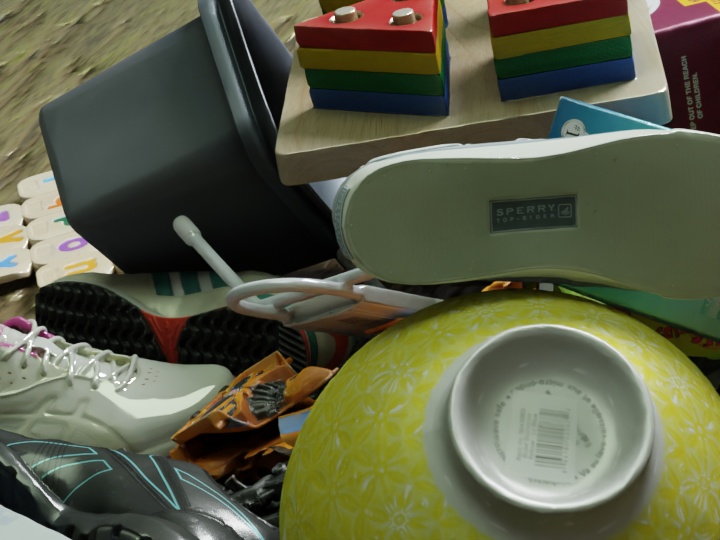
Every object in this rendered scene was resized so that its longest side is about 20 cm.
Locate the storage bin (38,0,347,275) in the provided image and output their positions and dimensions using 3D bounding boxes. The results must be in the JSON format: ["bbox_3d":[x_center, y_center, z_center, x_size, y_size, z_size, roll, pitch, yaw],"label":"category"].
[{"bbox_3d":[-0.092,-0.066,1.218,0.134,0.200,0.146,-23,65,8],"label":"storage bin"}]

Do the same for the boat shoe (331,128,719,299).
[{"bbox_3d":[0.085,-0.029,0.880,0.200,0.070,0.072,0,12,-9],"label":"boat shoe"}]

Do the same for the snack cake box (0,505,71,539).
[{"bbox_3d":[-0.187,0.149,0.873,0.200,0.067,0.115,18,38,41],"label":"snack cake box"}]

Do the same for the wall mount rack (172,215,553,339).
[{"bbox_3d":[0.000,0.000,1.105,0.200,0.075,0.173,11,-17,-39],"label":"wall mount rack"}]

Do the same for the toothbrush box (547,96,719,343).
[{"bbox_3d":[0.189,-0.004,0.966,0.199,0.086,0.146,18,2,24],"label":"toothbrush box"}]

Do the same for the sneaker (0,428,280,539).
[{"bbox_3d":[-0.113,0.115,0.934,0.200,0.076,0.079,21,27,40],"label":"sneaker"}]

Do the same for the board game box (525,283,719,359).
[{"bbox_3d":[0.145,-0.008,1.167,0.101,0.048,0.200,-14,25,-4],"label":"board game box"}]

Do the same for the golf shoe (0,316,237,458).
[{"bbox_3d":[-0.162,0.065,1.107,0.199,0.092,0.075,-10,23,11],"label":"golf shoe"}]

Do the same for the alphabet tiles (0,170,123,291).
[{"bbox_3d":[-0.174,-0.033,1.410,0.195,0.015,0.200,-16,25,-7],"label":"alphabet tiles"}]

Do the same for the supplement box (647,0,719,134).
[{"bbox_3d":[0.113,-0.102,1.218,0.199,0.086,0.110,-16,26,-7],"label":"supplement box"}]

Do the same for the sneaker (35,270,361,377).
[{"bbox_3d":[-0.089,0.034,1.187,0.199,0.071,0.093,4,12,35],"label":"sneaker"}]

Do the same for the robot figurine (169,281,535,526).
[{"bbox_3d":[-0.007,0.066,1.015,0.200,0.058,0.145,-19,14,34],"label":"robot figurine"}]

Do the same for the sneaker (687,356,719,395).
[{"bbox_3d":[0.097,0.085,0.984,0.199,0.075,0.115,-16,18,-31],"label":"sneaker"}]

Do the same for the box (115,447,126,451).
[{"bbox_3d":[-0.132,0.158,0.963,0.137,0.040,0.200,-21,26,-19],"label":"box"}]

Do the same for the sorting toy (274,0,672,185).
[{"bbox_3d":[0.054,-0.131,1.121,0.198,0.070,0.200,-9,26,7],"label":"sorting toy"}]

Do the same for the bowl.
[{"bbox_3d":[0.068,0.081,0.834,0.199,0.108,0.201,1,61,-2],"label":"bowl"}]
